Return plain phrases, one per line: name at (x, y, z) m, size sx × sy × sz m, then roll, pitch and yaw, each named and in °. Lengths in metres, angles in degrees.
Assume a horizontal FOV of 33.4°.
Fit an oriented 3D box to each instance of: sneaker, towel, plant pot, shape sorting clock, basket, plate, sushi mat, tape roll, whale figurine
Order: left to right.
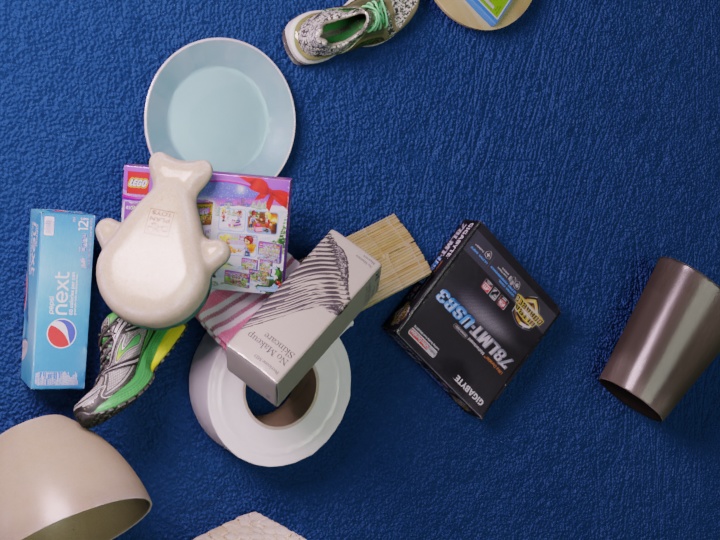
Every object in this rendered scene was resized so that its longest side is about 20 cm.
plant pot at (-0.353, 0.244, 1.355) m, size 0.199 × 0.201 × 0.135 m, roll -18°, pitch 69°, yaw -25°
sneaker at (-0.282, 0.103, 1.397) m, size 0.085 × 0.078 × 0.201 m, roll 45°, pitch 39°, yaw -15°
whale figurine at (-0.222, -0.030, 1.368) m, size 0.157 × 0.104 × 0.202 m, roll 9°, pitch 75°, yaw 6°
plate at (-0.173, -0.183, 1.472) m, size 0.198 × 0.026 × 0.202 m, roll -4°, pitch 98°, yaw -27°
basket at (-0.133, 0.390, 1.471) m, size 0.135 × 0.200 × 0.125 m, roll -21°, pitch 99°, yaw -25°
towel at (-0.124, 0.035, 1.455) m, size 0.146 × 0.030 × 0.200 m, roll -36°, pitch 69°, yaw -22°
tape roll at (-0.114, 0.141, 1.519) m, size 0.201 × 0.071 × 0.205 m, roll -4°, pitch 99°, yaw -27°
sushi mat at (0.000, 0.000, 1.553) m, size 0.199 × 0.012 × 0.096 m, roll -27°, pitch 80°, yaw -36°
sneaker at (0.004, -0.313, 1.515) m, size 0.199 × 0.088 × 0.077 m, roll -30°, pitch 109°, yaw -23°
shape sorting clock at (0.161, -0.424, 1.615) m, size 0.198 × 0.039 × 0.202 m, roll -3°, pitch 96°, yaw -27°
basket at (0.456, 0.111, 1.793) m, size 0.180 × 0.136 × 0.201 m, roll 42°, pitch 80°, yaw -33°

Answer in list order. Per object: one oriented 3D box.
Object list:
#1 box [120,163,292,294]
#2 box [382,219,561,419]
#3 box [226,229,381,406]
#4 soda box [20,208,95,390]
box at (-0.184, -0.049, 1.422) m, size 0.198 × 0.039 × 0.138 m, roll 6°, pitch 98°, yaw 0°
box at (0.158, 0.068, 1.671) m, size 0.200 × 0.050 × 0.199 m, roll 46°, pitch 74°, yaw -24°
box at (-0.065, 0.054, 1.400) m, size 0.082 × 0.069 × 0.200 m, roll 34°, pitch 63°, yaw 13°
soda box at (-0.349, 0.032, 1.379) m, size 0.064 × 0.068 × 0.202 m, roll 3°, pitch 95°, yaw -26°
